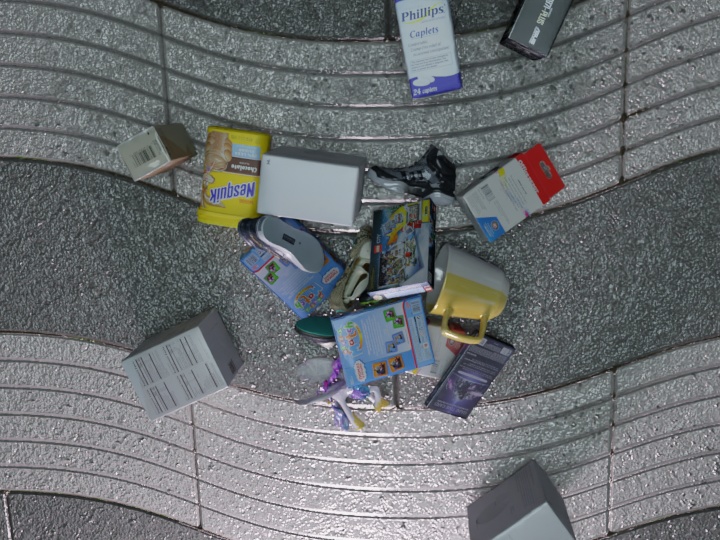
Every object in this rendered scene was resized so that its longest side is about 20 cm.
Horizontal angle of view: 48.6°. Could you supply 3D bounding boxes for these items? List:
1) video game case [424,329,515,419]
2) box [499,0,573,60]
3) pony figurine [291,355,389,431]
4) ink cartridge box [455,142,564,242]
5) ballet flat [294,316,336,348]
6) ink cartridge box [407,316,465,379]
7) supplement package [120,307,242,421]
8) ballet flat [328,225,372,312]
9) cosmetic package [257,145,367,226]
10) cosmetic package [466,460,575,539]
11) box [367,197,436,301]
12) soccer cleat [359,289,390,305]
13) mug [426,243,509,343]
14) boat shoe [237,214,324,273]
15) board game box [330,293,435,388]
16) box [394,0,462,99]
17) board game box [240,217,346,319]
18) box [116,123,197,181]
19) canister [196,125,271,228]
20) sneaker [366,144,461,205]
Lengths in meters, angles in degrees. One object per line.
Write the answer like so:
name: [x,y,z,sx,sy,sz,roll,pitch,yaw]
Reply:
video game case: [0.242,0.232,1.757,0.141,0.019,0.202,23,107,-40]
box: [0.348,-0.504,1.542,0.085,0.200,0.166,24,103,-1]
pony figurine: [-0.045,0.262,1.777,0.189,0.168,0.203,-21,118,6]
ink cartridge box: [0.314,-0.165,1.673,0.198,0.067,0.117,-35,98,-3]
ballet flat: [-0.049,0.141,1.771,0.195,0.073,0.075,-4,102,-11]
ink cartridge box: [0.119,0.161,1.755,0.195,0.068,0.119,13,102,-9]
supplement package: [-0.394,0.207,1.781,0.197,0.152,0.153,-24,100,9]
ballet flat: [0.000,0.000,1.711,0.067,0.075,0.203,35,74,-36]
cosmetic package: [-0.096,-0.178,1.650,0.194,0.200,0.126,8,103,4]
cosmetic package: [0.351,0.559,1.758,0.199,0.200,0.124,-39,96,12]
box: [0.087,-0.044,1.652,0.134,0.038,0.204,-11,57,26]
soccer cleat: [0.070,0.010,1.711,0.198,0.067,0.082,-28,98,-27]
mug: [0.228,0.054,1.702,0.150,0.149,0.191,15,90,-7]
boat shoe: [-0.163,-0.058,1.656,0.090,0.199,0.072,6,68,42]
board game box: [0.048,0.148,1.685,0.196,0.037,0.155,-15,101,-7]
box: [0.137,-0.451,1.581,0.102,0.184,0.205,-10,101,8]
board game box: [-0.141,-0.010,1.740,0.151,0.037,0.200,-41,112,11]
box: [-0.420,-0.250,1.663,0.094,0.200,0.079,-26,99,10]
canister: [-0.271,-0.201,1.720,0.145,0.087,0.205,8,101,3]
sneaker: [0.117,-0.216,1.690,0.196,0.076,0.116,16,102,-5]
